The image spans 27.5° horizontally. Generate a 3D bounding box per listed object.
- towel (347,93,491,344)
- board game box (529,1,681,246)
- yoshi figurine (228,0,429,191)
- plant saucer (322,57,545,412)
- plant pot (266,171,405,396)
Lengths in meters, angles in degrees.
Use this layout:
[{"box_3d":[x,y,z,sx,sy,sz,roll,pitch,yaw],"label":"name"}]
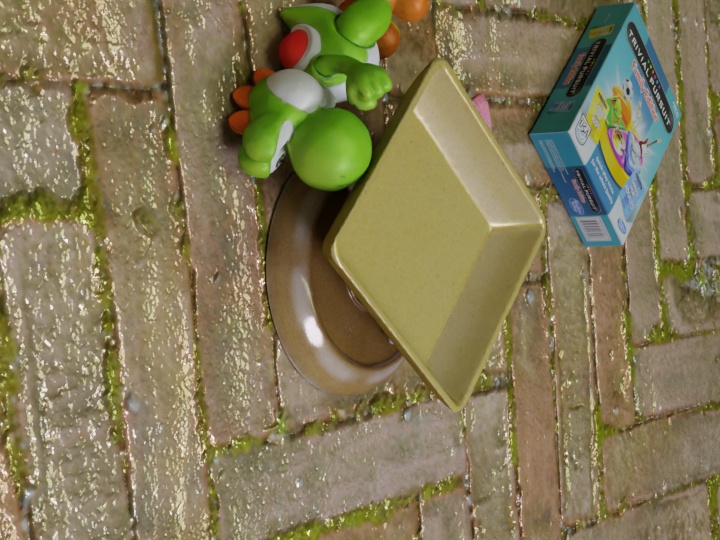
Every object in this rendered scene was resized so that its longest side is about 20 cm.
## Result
[{"box_3d":[0.065,-0.047,1.207,0.200,0.030,0.147,-37,117,-47],"label":"towel"},{"box_3d":[0.252,-0.148,1.482,0.151,0.047,0.200,58,47,-34],"label":"board game box"},{"box_3d":[-0.012,-0.129,1.093,0.200,0.112,0.113,-56,137,-33],"label":"yoshi figurine"},{"box_3d":[0.051,-0.026,1.136,0.200,0.048,0.200,52,53,-36],"label":"plant saucer"},{"box_3d":[0.000,0.000,1.166,0.200,0.027,0.201,0,90,-52],"label":"plant pot"}]
